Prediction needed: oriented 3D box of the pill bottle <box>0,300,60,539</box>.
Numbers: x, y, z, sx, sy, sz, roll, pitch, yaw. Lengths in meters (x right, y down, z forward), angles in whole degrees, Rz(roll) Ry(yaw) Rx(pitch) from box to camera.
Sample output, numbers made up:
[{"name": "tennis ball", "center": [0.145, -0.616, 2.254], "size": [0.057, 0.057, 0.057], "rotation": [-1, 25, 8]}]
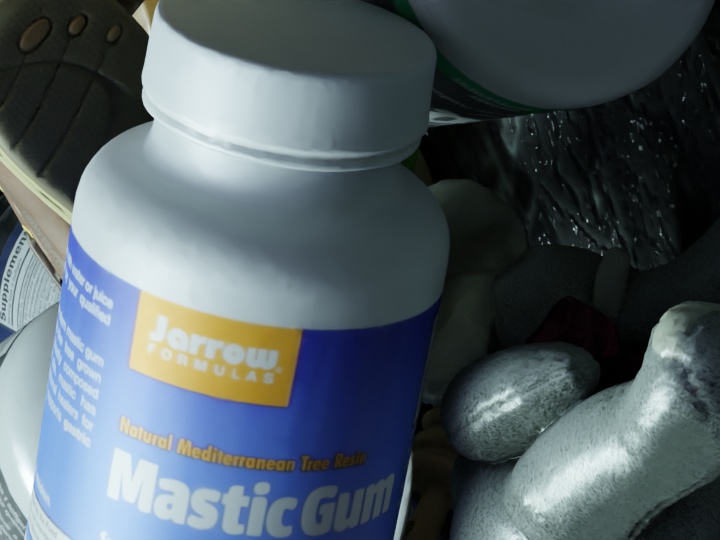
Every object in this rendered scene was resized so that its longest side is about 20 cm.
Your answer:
[{"name": "pill bottle", "center": [-0.099, 0.069, 1.135], "size": [0.200, 0.111, 0.111], "rotation": [-31, 80, 58]}]

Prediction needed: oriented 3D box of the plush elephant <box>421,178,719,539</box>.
[{"name": "plush elephant", "center": [0.084, 0.045, 0.941], "size": [0.200, 0.165, 0.155], "rotation": [-29, 40, 36]}]

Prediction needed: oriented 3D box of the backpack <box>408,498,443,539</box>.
[{"name": "backpack", "center": [0.006, 0.174, 1.212], "size": [0.200, 0.134, 0.183], "rotation": [68, 157, 7]}]

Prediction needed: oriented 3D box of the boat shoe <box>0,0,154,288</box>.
[{"name": "boat shoe", "center": [-0.068, -0.014, 0.982], "size": [0.200, 0.072, 0.068], "rotation": [55, 161, -26]}]

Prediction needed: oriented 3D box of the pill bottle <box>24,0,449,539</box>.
[{"name": "pill bottle", "center": [-0.035, 0.022, 0.887], "size": [0.112, 0.112, 0.201], "rotation": [39, 126, 50]}]

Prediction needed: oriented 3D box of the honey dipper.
[{"name": "honey dipper", "center": [0.010, 0.126, 1.110], "size": [0.038, 0.200, 0.038], "rotation": [20, 153, 11]}]

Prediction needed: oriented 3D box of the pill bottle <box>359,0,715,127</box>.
[{"name": "pill bottle", "center": [0.023, -0.103, 0.971], "size": [0.200, 0.113, 0.113], "rotation": [-1, 109, 67]}]

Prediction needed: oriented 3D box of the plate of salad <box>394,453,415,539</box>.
[{"name": "plate of salad", "center": [-0.029, 0.145, 1.054], "size": [0.048, 0.200, 0.200], "rotation": [30, 162, -14]}]

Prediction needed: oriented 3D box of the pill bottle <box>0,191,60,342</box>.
[{"name": "pill bottle", "center": [-0.097, 0.015, 1.312], "size": [0.200, 0.112, 0.112], "rotation": [24, 131, 50]}]

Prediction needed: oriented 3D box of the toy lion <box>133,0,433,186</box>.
[{"name": "toy lion", "center": [-0.034, -0.127, 1.157], "size": [0.200, 0.069, 0.192], "rotation": [52, 144, 35]}]

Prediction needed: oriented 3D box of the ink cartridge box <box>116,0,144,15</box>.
[{"name": "ink cartridge box", "center": [-0.035, -0.189, 0.929], "size": [0.075, 0.165, 0.200], "rotation": [37, 150, -5]}]
